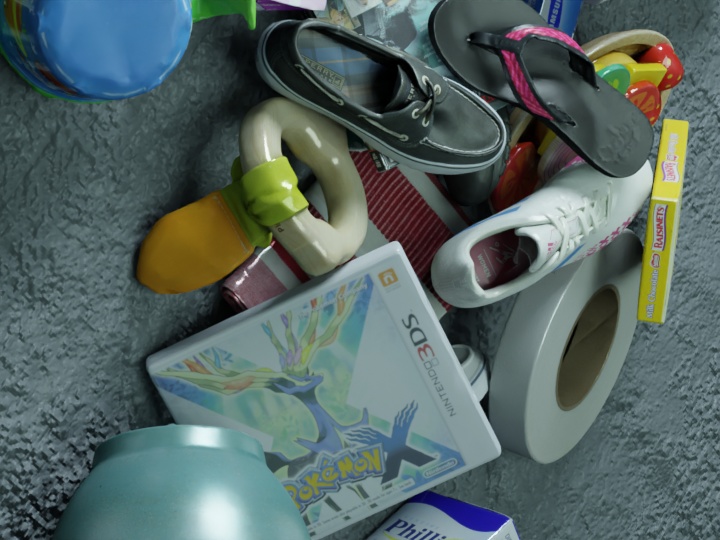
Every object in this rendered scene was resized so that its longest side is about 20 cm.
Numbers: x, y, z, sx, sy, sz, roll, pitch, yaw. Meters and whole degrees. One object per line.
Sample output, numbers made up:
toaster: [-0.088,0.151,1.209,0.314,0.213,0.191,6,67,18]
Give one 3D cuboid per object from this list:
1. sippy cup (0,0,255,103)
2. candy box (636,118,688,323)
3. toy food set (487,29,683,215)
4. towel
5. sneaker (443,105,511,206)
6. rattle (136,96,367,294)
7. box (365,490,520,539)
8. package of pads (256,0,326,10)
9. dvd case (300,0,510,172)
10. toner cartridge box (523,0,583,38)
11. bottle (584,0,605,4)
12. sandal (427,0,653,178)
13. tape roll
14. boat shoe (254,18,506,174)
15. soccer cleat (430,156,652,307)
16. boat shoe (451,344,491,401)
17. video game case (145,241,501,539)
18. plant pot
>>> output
sippy cup: [-0.163,-0.164,1.484,0.178,0.130,0.140,-39,110,-3]
candy box: [0.240,-0.042,1.871,0.200,0.026,0.103,-65,163,-67]
toy food set: [0.175,-0.102,1.842,0.197,0.049,0.201,-8,136,-49]
towel: [0.000,0.000,1.742,0.144,0.023,0.200,50,59,-15]
sneaker: [0.053,-0.144,1.761,0.090,0.076,0.201,-14,95,-30]
rattle: [-0.062,-0.063,1.695,0.130,0.143,0.200,34,34,-17]
box: [0.048,0.307,1.832,0.200,0.105,0.185,-39,123,-29]
package of pads: [-0.058,-0.275,1.591,0.075,0.120,0.201,12,91,-38]
dvd case: [0.029,-0.191,1.699,0.146,0.022,0.201,-30,97,-24]
toner cartridge box: [0.138,-0.264,1.792,0.043,0.095,0.201,18,86,-41]
bottle: [0.248,-0.267,1.900,0.200,0.083,0.066,-28,118,-36]
sandal: [0.138,-0.140,1.705,0.200,0.045,0.075,34,79,-16]
tape roll: [0.166,0.055,1.880,0.203,0.037,0.204,-45,147,-40]
boat shoe: [0.021,-0.120,1.646,0.199,0.057,0.069,21,77,-22]
soccer cleat: [0.145,-0.029,1.749,0.199,0.086,0.070,-31,100,-16]
boat shoe: [0.020,0.092,1.779,0.200,0.073,0.066,-29,122,-36]
video game case: [-0.025,0.098,1.683,0.199,0.022,0.183,-25,113,6]
plant pot: [-0.122,0.185,1.609,0.200,0.200,0.135,19,60,-43]
